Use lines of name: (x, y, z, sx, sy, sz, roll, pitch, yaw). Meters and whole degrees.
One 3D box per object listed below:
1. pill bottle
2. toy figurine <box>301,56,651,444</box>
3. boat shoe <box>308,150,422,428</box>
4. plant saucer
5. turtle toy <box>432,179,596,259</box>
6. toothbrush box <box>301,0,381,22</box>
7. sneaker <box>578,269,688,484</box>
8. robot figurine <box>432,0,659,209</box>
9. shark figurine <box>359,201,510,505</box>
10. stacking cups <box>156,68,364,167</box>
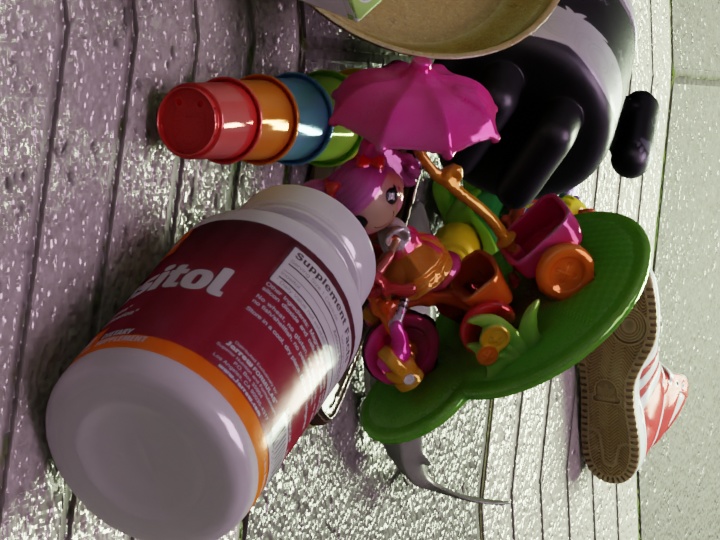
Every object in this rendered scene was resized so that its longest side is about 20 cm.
pill bottle: (-0.068, 0.040, 1.093, 0.200, 0.113, 0.113, -54, 140, -51)
toy figurine: (0.034, -0.028, 1.202, 0.184, 0.200, 0.150, 52, 4, -26)
boat shoe: (0.000, 0.000, 1.286, 0.072, 0.072, 0.200, 52, 46, -56)
plant saucer: (0.024, -0.200, 1.231, 0.035, 0.200, 0.201, 127, -16, -58)
turtle toy: (0.112, -0.029, 1.472, 0.200, 0.101, 0.146, 61, 24, -11)
toothbrush box: (0.003, -0.235, 1.094, 0.200, 0.145, 0.086, -43, 137, -23)
sneaker: (0.235, 0.070, 1.821, 0.112, 0.071, 0.201, -34, 131, -56)
robot figurine: (0.108, -0.123, 1.353, 0.150, 0.125, 0.200, 64, 27, -27)
shark figurine: (0.045, 0.077, 1.385, 0.128, 0.089, 0.215, -41, 128, -56)
stacking cups: (-0.046, -0.080, 1.195, 0.200, 0.060, 0.061, -15, 107, -62)
